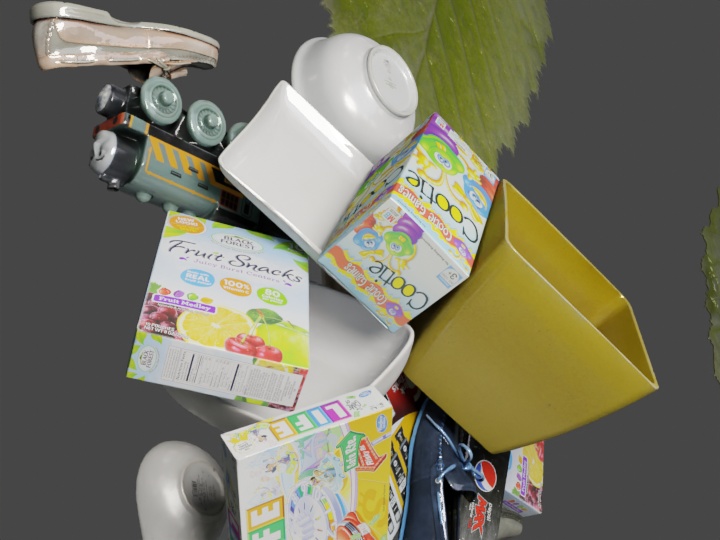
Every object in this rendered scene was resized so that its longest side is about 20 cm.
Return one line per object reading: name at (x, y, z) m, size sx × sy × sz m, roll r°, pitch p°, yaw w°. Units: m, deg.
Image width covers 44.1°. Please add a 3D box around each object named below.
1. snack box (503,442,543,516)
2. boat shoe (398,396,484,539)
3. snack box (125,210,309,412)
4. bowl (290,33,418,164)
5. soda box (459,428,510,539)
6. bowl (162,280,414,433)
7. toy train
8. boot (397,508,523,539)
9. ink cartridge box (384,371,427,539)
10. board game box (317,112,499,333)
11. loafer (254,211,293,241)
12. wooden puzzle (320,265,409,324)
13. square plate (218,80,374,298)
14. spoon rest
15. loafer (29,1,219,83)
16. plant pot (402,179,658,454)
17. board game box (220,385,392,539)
snack box at (0.159, 0.211, 1.132) m, size 0.200 × 0.053 × 0.143 m, roll 38°, pitch 45°, yaw -33°
boat shoe at (0.089, 0.221, 0.891) m, size 0.084 × 0.068 × 0.201 m, roll 35°, pitch 55°, yaw -51°
snack box at (-0.119, 0.029, 0.785) m, size 0.141 × 0.053 × 0.200 m, roll 15°, pitch 29°, yaw -12°
bowl at (0.011, -0.227, 1.150) m, size 0.201 × 0.090 × 0.202 m, roll 26°, pitch 54°, yaw -42°
soda box at (0.108, 0.260, 0.963) m, size 0.071 × 0.063 × 0.201 m, roll 30°, pitch 58°, yaw -26°
bowl at (-0.069, 0.093, 0.833) m, size 0.200 × 0.199 × 0.075 m, roll -39°, pitch 142°, yaw -46°
toy train at (-0.174, -0.107, 0.875) m, size 0.199 × 0.085 × 0.115 m, roll 24°, pitch 64°, yaw -42°
boot at (0.115, 0.343, 1.025) m, size 0.199 × 0.068 × 0.132 m, roll 12°, pitch 66°, yaw -39°
ink cartridge box at (0.006, 0.206, 0.905) m, size 0.200 × 0.083 × 0.177 m, roll -48°, pitch 124°, yaw -49°
board game box at (0.054, -0.053, 0.872) m, size 0.105 × 0.103 × 0.200 m, roll 44°, pitch 34°, yaw -12°
loafer at (-0.079, -0.078, 0.988) m, size 0.071 × 0.063 × 0.201 m, roll 12°, pitch 53°, yaw 4°
wooden puzzle at (0.000, 0.000, 1.027) m, size 0.200 × 0.046 × 0.187 m, roll -23°, pitch 112°, yaw -57°
square plate at (-0.042, -0.082, 0.904) m, size 0.198 × 0.028 × 0.200 m, roll 42°, pitch 34°, yaw -13°
spoon rest at (-0.150, 0.241, 0.761) m, size 0.099 × 0.060 × 0.201 m, roll 28°, pitch 39°, yaw -42°
loafer at (-0.229, -0.212, 0.877) m, size 0.199 × 0.072 × 0.063 m, roll 1°, pitch 88°, yaw -44°
plant pot at (0.151, 0.060, 0.899) m, size 0.200 × 0.176 × 0.200 m, roll 43°, pitch 21°, yaw -10°
board game box at (-0.041, 0.202, 0.730) m, size 0.134 × 0.034 × 0.201 m, roll -15°, pitch 122°, yaw -25°
